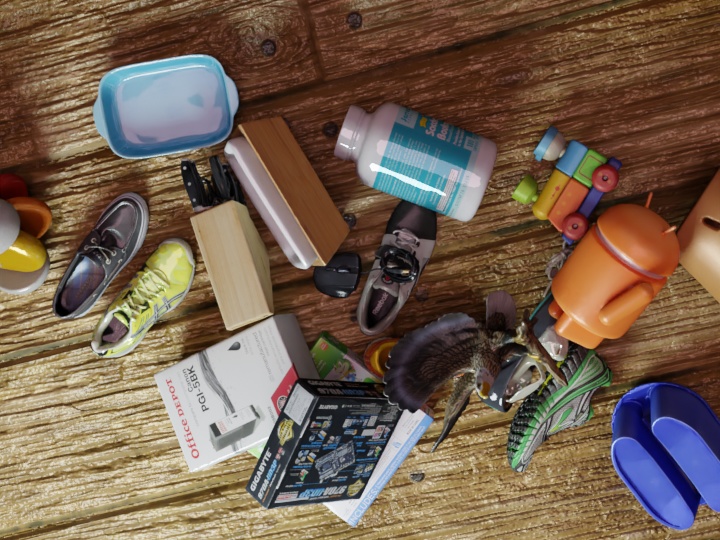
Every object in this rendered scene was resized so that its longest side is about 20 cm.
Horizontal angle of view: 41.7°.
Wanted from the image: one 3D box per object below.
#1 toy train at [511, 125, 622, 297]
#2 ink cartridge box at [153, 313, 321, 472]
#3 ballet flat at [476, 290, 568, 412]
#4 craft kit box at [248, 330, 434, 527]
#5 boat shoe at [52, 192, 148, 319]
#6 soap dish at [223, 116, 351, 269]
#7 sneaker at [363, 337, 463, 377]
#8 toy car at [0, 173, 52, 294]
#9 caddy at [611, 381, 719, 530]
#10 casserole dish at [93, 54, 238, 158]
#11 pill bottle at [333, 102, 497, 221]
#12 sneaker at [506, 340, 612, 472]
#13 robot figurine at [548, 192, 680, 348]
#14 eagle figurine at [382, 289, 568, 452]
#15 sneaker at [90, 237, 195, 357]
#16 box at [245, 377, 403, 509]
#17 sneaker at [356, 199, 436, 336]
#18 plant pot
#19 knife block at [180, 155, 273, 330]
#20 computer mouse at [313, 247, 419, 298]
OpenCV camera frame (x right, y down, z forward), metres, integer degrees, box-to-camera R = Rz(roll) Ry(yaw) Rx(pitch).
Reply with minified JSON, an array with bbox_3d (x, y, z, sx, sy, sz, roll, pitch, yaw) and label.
[{"bbox_3d":[0.247,-0.080,1.242,0.115,0.085,0.202,33,103,9],"label":"toy train"},{"bbox_3d":[-0.159,0.165,1.276,0.198,0.083,0.149,-26,83,15],"label":"ink cartridge box"},{"bbox_3d":[0.237,0.113,1.276,0.073,0.073,0.201,38,103,-4],"label":"ballet flat"},{"bbox_3d":[-0.031,0.223,1.328,0.196,0.049,0.201,36,100,-6],"label":"craft kit box"},{"bbox_3d":[-0.360,-0.016,1.291,0.070,0.066,0.201,38,100,-4],"label":"boat shoe"},{"bbox_3d":[-0.095,-0.102,1.222,0.081,0.157,0.202,-32,97,-9],"label":"soap dish"},{"bbox_3d":[0.104,0.118,1.275,0.197,0.077,0.074,-10,95,-11],"label":"sneaker"},{"bbox_3d":[-0.509,-0.064,1.260,0.196,0.176,0.152,3,66,3],"label":"toy car"},{"bbox_3d":[0.425,0.246,1.276,0.141,0.105,0.201,-34,97,33],"label":"caddy"},{"bbox_3d":[-0.256,-0.219,1.263,0.197,0.039,0.123,-9,99,4],"label":"casserole dish"},{"bbox_3d":[0.069,-0.146,1.220,0.197,0.111,0.112,20,101,-1],"label":"pill bottle"},{"bbox_3d":[0.269,0.197,1.287,0.085,0.078,0.201,35,100,-4],"label":"sneaker"},{"bbox_3d":[0.317,0.003,1.176,0.116,0.143,0.201,41,118,18],"label":"robot figurine"},{"bbox_3d":[0.140,0.126,1.208,0.198,0.151,0.154,-28,82,20],"label":"eagle figurine"},{"bbox_3d":[-0.295,0.045,1.294,0.075,0.076,0.201,36,99,-2],"label":"sneaker"},{"bbox_3d":[-0.038,0.221,1.215,0.046,0.199,0.161,33,103,35],"label":"box"},{"bbox_3d":[0.050,-0.002,1.260,0.073,0.089,0.203,20,99,1],"label":"sneaker"},{"bbox_3d":[0.481,-0.049,1.183,0.139,0.200,0.202,34,101,13],"label":"plant pot"},{"bbox_3d":[-0.178,-0.049,1.225,0.063,0.201,0.177,-20,128,7],"label":"knife block"},{"bbox_3d":[0.000,0.000,1.229,0.034,0.198,0.060,20,71,-38],"label":"computer mouse"}]
